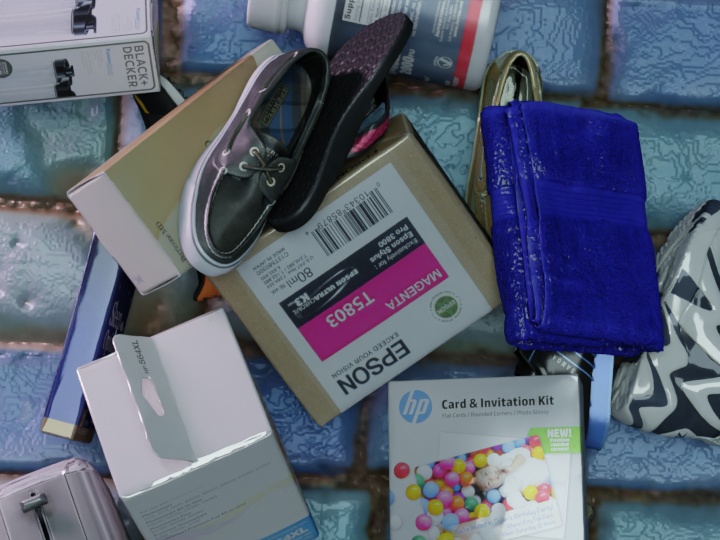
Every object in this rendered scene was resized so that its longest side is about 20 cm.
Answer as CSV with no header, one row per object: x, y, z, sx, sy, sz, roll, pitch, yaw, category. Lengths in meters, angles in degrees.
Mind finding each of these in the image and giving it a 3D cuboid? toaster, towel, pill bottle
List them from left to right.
-0.228,0.234,1.673,0.113,0.200,0.130,-21,68,-4,toaster
0.013,-0.223,1.745,0.199,0.120,0.120,12,84,0,pill bottle
0.172,-0.035,1.685,0.147,0.050,0.201,4,71,-25,towel

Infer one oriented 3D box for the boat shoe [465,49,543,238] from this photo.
0.123,-0.082,1.754,0.071,0.076,0.201,-3,87,-5,boat shoe

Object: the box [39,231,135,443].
-0.210,0.038,1.713,0.032,0.121,0.201,14,84,1,box

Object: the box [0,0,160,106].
-0.264,-0.194,1.737,0.199,0.060,0.117,-7,45,-2,box

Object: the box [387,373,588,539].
0.101,0.186,1.684,0.155,0.041,0.201,-2,75,9,box

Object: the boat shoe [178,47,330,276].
-0.079,-0.089,1.619,0.069,0.057,0.201,33,62,-22,boat shoe

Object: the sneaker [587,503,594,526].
0.094,0.223,1.731,0.199,0.077,0.089,-25,77,-6,sneaker

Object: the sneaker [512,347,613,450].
0.166,0.048,1.747,0.078,0.070,0.201,3,84,-6,sneaker

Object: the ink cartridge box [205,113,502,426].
0.000,0.000,1.701,0.200,0.075,0.165,-35,107,6,ink cartridge box

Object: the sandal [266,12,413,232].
-0.011,-0.111,1.661,0.045,0.075,0.201,35,74,-30,sandal

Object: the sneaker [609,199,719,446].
0.296,0.052,1.750,0.129,0.079,0.200,24,73,-11,sneaker

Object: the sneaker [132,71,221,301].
-0.150,-0.069,1.750,0.090,0.070,0.201,-32,88,-7,sneaker

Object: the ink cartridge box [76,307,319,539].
-0.127,0.137,1.649,0.125,0.200,0.129,-23,56,-4,ink cartridge box

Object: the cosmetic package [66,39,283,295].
-0.120,-0.082,1.670,0.200,0.071,0.105,-44,101,-33,cosmetic package
